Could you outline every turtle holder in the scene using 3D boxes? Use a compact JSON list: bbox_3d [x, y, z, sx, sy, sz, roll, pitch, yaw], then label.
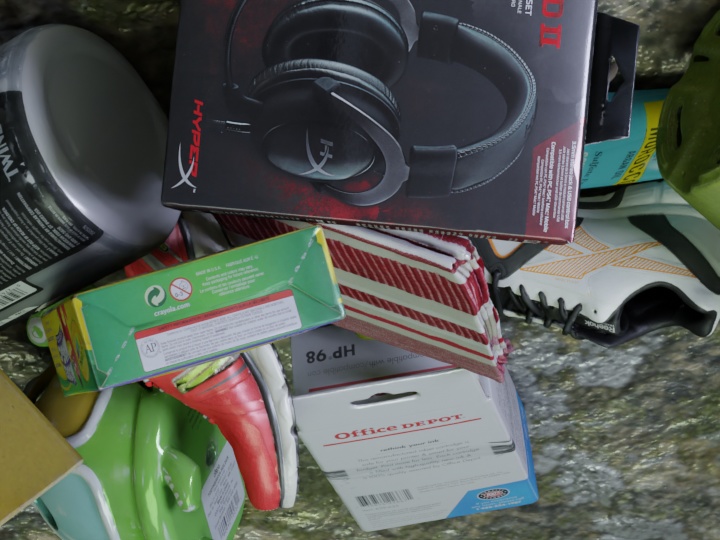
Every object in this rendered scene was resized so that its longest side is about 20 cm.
[{"bbox_3d":[-0.134,0.096,1.323,0.131,0.141,0.186,3,160,20],"label":"turtle holder"}]

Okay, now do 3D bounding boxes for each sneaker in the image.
[{"bbox_3d":[-0.093,0.043,1.236,0.085,0.077,0.200,-24,104,-7],"label":"sneaker"},{"bbox_3d":[0.105,0.001,1.252,0.199,0.080,0.074,-6,149,15],"label":"sneaker"}]

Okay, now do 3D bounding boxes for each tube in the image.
[{"bbox_3d":[0.102,-0.065,1.183,0.199,0.051,0.077,-7,156,-22],"label":"tube"}]

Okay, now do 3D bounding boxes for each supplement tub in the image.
[{"bbox_3d":[-0.196,-0.029,1.145,0.200,0.123,0.122,-25,141,29],"label":"supplement tub"}]

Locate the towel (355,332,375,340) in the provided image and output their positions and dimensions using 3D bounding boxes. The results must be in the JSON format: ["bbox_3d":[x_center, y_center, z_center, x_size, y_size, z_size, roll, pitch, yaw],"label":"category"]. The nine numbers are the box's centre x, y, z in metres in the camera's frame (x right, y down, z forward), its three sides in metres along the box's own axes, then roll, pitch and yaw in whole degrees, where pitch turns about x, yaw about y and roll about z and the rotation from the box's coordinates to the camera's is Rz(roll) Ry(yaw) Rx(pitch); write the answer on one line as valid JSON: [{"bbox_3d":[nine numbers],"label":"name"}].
[{"bbox_3d":[-0.012,-0.023,1.222,0.086,0.018,0.200,6,148,37],"label":"towel"}]

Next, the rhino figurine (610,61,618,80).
[{"bbox_3d":[0.023,-0.094,1.100,0.199,0.088,0.060,-3,144,1],"label":"rhino figurine"}]

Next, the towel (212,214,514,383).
[{"bbox_3d":[0.000,0.000,1.160,0.144,0.023,0.200,18,166,14],"label":"towel"}]

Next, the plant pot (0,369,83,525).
[{"bbox_3d":[-0.312,0.100,1.241,0.195,0.194,0.200,-33,93,37],"label":"plant pot"}]

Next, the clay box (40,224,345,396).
[{"bbox_3d":[-0.084,0.022,1.083,0.115,0.048,0.200,-16,179,-12],"label":"clay box"}]

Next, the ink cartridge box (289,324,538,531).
[{"bbox_3d":[0.030,0.080,1.363,0.115,0.067,0.200,-10,151,9],"label":"ink cartridge box"}]

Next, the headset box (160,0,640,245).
[{"bbox_3d":[0.020,-0.091,1.017,0.199,0.149,0.077,6,180,3],"label":"headset box"}]

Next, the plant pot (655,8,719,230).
[{"bbox_3d":[0.252,-0.051,1.127,0.190,0.200,0.200,29,136,-21],"label":"plant pot"}]
